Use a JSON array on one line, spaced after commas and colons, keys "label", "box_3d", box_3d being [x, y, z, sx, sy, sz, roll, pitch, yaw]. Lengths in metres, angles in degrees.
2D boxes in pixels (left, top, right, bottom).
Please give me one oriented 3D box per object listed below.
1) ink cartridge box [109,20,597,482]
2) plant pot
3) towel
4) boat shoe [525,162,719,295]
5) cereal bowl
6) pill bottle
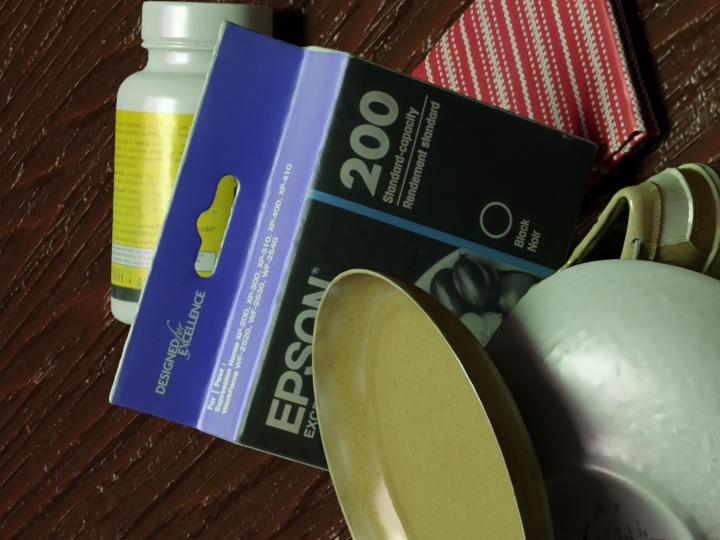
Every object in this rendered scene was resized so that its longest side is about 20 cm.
[{"label": "ink cartridge box", "box_3d": [0.000, 0.000, 1.335, 0.043, 0.200, 0.198, 4, 77, 69]}, {"label": "plant pot", "box_3d": [0.035, 0.092, 1.224, 0.200, 0.027, 0.200, 47, 146, 46]}, {"label": "towel", "box_3d": [0.088, -0.089, 1.452, 0.200, 0.022, 0.145, -45, 52, 53]}, {"label": "boat shoe", "box_3d": [0.106, 0.021, 1.274, 0.072, 0.076, 0.200, 66, 147, 36]}, {"label": "cereal bowl", "box_3d": [0.126, 0.099, 1.208, 0.200, 0.083, 0.200, 20, 133, 24]}, {"label": "pill bottle", "box_3d": [-0.099, -0.066, 1.710, 0.111, 0.111, 0.200, 11, 101, 62]}]
